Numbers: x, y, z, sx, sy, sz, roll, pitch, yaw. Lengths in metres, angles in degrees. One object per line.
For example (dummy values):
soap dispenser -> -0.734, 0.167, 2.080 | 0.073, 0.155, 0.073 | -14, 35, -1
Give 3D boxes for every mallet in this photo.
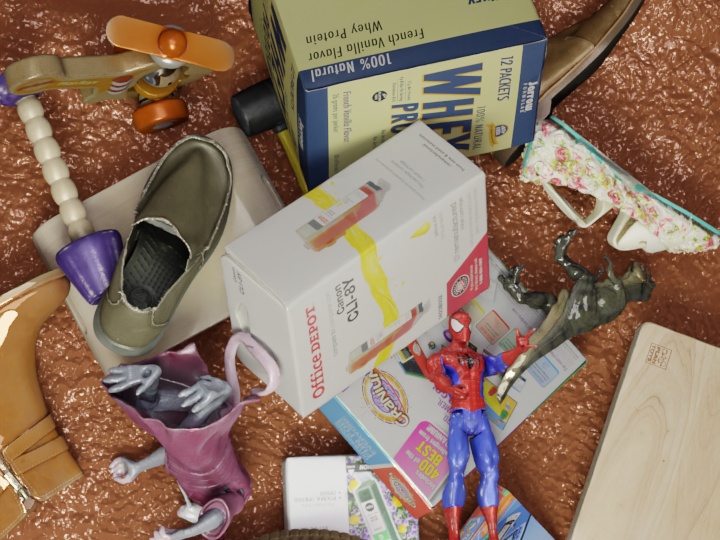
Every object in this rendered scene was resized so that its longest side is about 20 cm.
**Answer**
mallet -> -0.052, -0.067, 1.718 | 0.066, 0.041, 0.200 | -17, 89, -12

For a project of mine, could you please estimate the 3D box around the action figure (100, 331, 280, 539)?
action figure -> -0.127, 0.139, 1.625 | 0.149, 0.200, 0.134 | -32, 46, -10

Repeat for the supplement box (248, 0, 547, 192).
supplement box -> 0.025, -0.199, 1.654 | 0.200, 0.134, 0.200 | -13, 58, -9

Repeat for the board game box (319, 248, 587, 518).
board game box -> 0.068, 0.082, 1.681 | 0.200, 0.040, 0.153 | -40, 88, -27

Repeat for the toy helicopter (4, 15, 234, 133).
toy helicopter -> -0.192, -0.161, 1.632 | 0.200, 0.132, 0.079 | -9, 82, -45

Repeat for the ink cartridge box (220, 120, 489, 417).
ink cartridge box -> 0.000, 0.000, 1.590 | 0.200, 0.145, 0.083 | -34, 55, -22

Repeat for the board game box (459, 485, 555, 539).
board game box -> 0.079, 0.279, 1.665 | 0.200, 0.019, 0.103 | -51, 135, -10

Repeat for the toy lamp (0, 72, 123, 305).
toy lamp -> -0.241, -0.068, 1.644 | 0.058, 0.058, 0.200 | -25, 81, -9

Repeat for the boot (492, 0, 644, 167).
boot -> 0.165, -0.185, 1.743 | 0.075, 0.074, 0.200 | 43, 83, 10

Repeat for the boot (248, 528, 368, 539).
boot -> -0.066, 0.296, 1.625 | 0.200, 0.072, 0.167 | -6, 107, 12

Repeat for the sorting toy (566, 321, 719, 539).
sorting toy -> 0.290, 0.172, 1.709 | 0.199, 0.070, 0.200 | 20, 81, -4

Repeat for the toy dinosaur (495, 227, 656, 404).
toy dinosaur -> 0.168, 0.022, 1.693 | 0.200, 0.047, 0.088 | -32, 91, -28

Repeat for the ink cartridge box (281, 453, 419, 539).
ink cartridge box -> -0.006, 0.251, 1.674 | 0.109, 0.050, 0.200 | -2, 82, -7

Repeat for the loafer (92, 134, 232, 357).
loafer -> -0.146, -0.027, 1.603 | 0.075, 0.070, 0.200 | 23, 63, -9

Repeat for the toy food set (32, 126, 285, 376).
toy food set -> -0.153, -0.012, 1.690 | 0.200, 0.060, 0.144 | -29, 81, -1

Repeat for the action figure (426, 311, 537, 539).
action figure -> 0.096, 0.120, 1.604 | 0.065, 0.099, 0.200 | 1, 69, -21

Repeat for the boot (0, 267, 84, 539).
boot -> -0.274, 0.107, 1.655 | 0.200, 0.074, 0.155 | -42, 88, 3

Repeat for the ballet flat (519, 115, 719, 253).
ballet flat -> 0.212, -0.057, 1.720 | 0.200, 0.076, 0.064 | 32, 92, -18
